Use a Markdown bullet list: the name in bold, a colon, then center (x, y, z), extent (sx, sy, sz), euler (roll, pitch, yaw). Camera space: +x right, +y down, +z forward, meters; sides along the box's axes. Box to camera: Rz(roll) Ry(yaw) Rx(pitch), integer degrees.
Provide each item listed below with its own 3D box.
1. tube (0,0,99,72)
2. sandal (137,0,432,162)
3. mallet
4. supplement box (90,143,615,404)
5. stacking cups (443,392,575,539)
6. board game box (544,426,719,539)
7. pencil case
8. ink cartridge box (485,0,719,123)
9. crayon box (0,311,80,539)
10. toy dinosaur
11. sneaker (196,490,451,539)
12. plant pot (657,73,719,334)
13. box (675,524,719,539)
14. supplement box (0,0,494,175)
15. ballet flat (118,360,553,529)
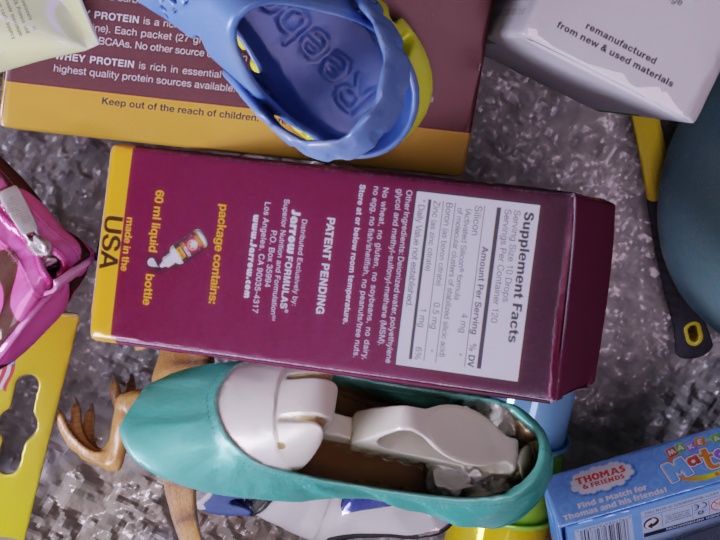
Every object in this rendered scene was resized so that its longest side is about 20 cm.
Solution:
- **tube**: center (-0.204, -0.088, 0.785), extent (0.200, 0.052, 0.058), euler (-21, 135, 14)
- **sandal**: center (-0.045, -0.110, 0.745), extent (0.200, 0.087, 0.079), euler (38, 104, -18)
- **mallet**: center (0.137, -0.042, 0.972), extent (0.066, 0.041, 0.200), euler (-11, 116, -6)
- **supplement box**: center (0.000, 0.000, 0.845), extent (0.200, 0.110, 0.086), euler (7, 91, 15)
- **stacking cups**: center (0.088, 0.065, 0.995), extent (0.060, 0.061, 0.200), euler (10, 106, -12)
- **board game box**: center (0.177, 0.156, 1.013), extent (0.151, 0.037, 0.200), euler (-16, 135, -3)
- **pencil case**: center (-0.205, -0.047, 0.860), extent (0.200, 0.094, 0.091), euler (43, 63, -5)
- **ink cartridge box**: center (0.129, -0.171, 0.837), extent (0.084, 0.146, 0.200), euler (25, 91, -10)
- **crayon box**: center (-0.244, 0.049, 0.938), extent (0.200, 0.051, 0.127), euler (13, 108, -13)
- **toy dinosaur**: center (-0.088, 0.074, 0.928), extent (0.060, 0.106, 0.200), euler (17, 68, -46)
- **sneaker**: center (0.016, 0.063, 0.971), extent (0.115, 0.081, 0.199), euler (32, 110, -18)
- **plant pot**: center (0.257, -0.018, 0.926), extent (0.200, 0.135, 0.200), euler (-8, 119, -14)
- **box**: center (0.226, 0.175, 0.984), extent (0.200, 0.051, 0.158), euler (-18, 136, -1)
- **supplement box**: center (-0.044, -0.164, 0.841), extent (0.197, 0.133, 0.200), euler (5, 111, -11)
- **ballet flat**: center (-0.005, 0.070, 0.886), extent (0.200, 0.067, 0.070), euler (11, 149, -14)
